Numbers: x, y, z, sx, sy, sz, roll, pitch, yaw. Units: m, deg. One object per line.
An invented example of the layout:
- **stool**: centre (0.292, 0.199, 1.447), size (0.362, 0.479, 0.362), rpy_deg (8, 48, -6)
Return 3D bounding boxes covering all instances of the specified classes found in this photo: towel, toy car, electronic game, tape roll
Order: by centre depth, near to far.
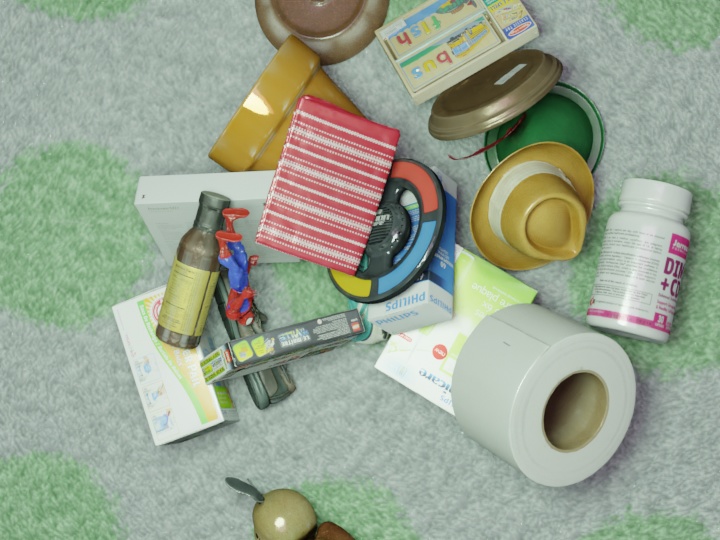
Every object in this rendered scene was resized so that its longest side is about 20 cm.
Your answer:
- **tape roll**: centre (0.234, 0.157, 1.583), size (0.200, 0.139, 0.206), rpy_deg (-9, 109, -27)
- **towel**: centre (-0.042, -0.110, 1.585), size (0.143, 0.022, 0.203), rpy_deg (18, 90, -11)
- **electronic game**: centre (0.031, -0.053, 1.612), size (0.198, 0.041, 0.203), rpy_deg (-22, 55, 35)
- **toy car**: centre (-0.110, 0.357, 1.644), size (0.158, 0.164, 0.200), rpy_deg (-42, 73, 1)

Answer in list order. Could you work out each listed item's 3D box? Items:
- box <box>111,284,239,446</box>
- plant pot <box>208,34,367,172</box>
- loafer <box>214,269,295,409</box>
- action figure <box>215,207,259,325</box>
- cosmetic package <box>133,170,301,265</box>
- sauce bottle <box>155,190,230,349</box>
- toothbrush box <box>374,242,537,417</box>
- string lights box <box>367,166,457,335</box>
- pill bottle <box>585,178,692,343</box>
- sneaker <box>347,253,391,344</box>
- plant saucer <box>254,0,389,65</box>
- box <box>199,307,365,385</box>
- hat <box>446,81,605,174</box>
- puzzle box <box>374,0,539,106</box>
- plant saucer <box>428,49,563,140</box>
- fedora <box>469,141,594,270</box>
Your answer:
- **box**: centre (-0.253, 0.128, 1.697), size (0.100, 0.113, 0.203), rpy_deg (-20, 82, 3)
- **plant pot**: centre (-0.078, -0.184, 1.678), size (0.182, 0.200, 0.201), rpy_deg (35, 89, -8)
- **loafer**: centre (-0.150, 0.090, 1.720), size (0.062, 0.072, 0.203), rpy_deg (-19, 90, -16)
- **action figure**: centre (-0.156, 0.007, 1.603), size (0.051, 0.201, 0.066), rpy_deg (5, 51, 1)
- **cosmetic package**: centre (-0.189, -0.069, 1.678), size (0.197, 0.151, 0.052), rpy_deg (-1, 59, 11)
- **sauce bottle**: centre (-0.212, -0.002, 1.598), size (0.064, 0.065, 0.203), rpy_deg (19, 100, 7)
- **toothbrush box**: centre (0.131, 0.082, 1.675), size (0.145, 0.086, 0.202), rpy_deg (30, 90, 8)
- **string lights box**: centre (0.069, -0.026, 1.636), size (0.102, 0.059, 0.203), rpy_deg (-16, 58, 36)
- **pill bottle**: centre (0.375, -0.013, 1.643), size (0.112, 0.113, 0.203), rpy_deg (13, 86, 7)
- **sneaker**: centre (0.000, 0.000, 1.704), size (0.078, 0.077, 0.203), rpy_deg (-4, 83, 18)
- **plant saucer**: centre (-0.057, -0.396, 1.762), size (0.197, 0.037, 0.204), rpy_deg (0, 86, 6)
- **box**: centre (-0.103, 0.101, 1.638), size (0.198, 0.110, 0.035), rpy_deg (-13, 79, -32)
- **hat**: centre (0.239, -0.177, 1.639), size (0.165, 0.176, 0.201), rpy_deg (33, 89, 9)
- **puzzle box**: centre (0.132, -0.329, 1.718), size (0.198, 0.025, 0.134), rpy_deg (-30, 62, 2)
- **plant saucer**: centre (0.175, -0.240, 1.648), size (0.198, 0.200, 0.030), rpy_deg (-29, 112, 3)
- **fedora**: centre (0.241, -0.069, 1.626), size (0.200, 0.201, 0.082), rpy_deg (-38, 40, 1)
